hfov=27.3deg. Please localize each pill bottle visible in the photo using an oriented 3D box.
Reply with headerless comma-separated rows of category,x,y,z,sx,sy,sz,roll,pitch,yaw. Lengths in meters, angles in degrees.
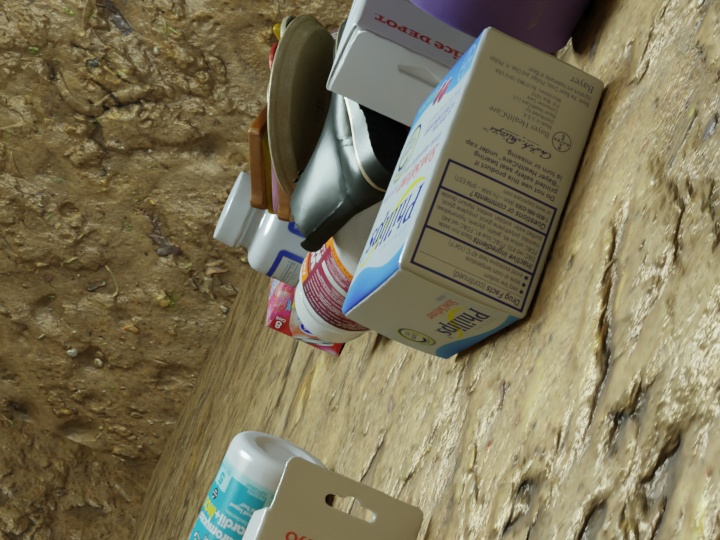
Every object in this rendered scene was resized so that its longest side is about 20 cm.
pill bottle,-0.115,0.273,1.501,0.111,0.110,0.201,-113,46,-79
pill bottle,-0.059,-0.035,1.673,0.112,0.199,0.113,-156,90,-82
pill bottle,0.000,0.000,1.512,0.200,0.109,0.110,129,162,-62

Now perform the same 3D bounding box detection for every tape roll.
tape roll,0.108,-0.274,1.251,0.200,0.199,0.085,-79,15,-57

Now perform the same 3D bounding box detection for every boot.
boot,-0.026,-0.131,1.414,0.138,0.077,0.201,-40,41,36

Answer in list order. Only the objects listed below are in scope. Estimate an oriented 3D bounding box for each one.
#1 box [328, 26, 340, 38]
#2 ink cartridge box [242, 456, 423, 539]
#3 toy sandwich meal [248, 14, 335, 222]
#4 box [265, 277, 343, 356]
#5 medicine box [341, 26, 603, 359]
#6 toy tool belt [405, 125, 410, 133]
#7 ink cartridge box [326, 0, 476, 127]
box,-0.017,-0.190,1.669,0.100,0.075,0.201,-17,40,24
ink cartridge box,-0.042,0.248,1.068,0.067,0.116,0.201,138,155,-72
toy sandwich meal,-0.072,-0.157,1.491,0.205,0.070,0.207,4,-90,-71
box,-0.056,0.018,1.866,0.200,0.099,0.096,-96,31,-73
medicine box,0.082,-0.052,1.141,0.182,0.102,0.201,137,156,-71
toy tool belt,0.037,-0.197,1.513,0.122,0.125,0.201,-13,52,26
ink cartridge box,0.063,-0.225,1.374,0.201,0.144,0.084,-75,11,-45
